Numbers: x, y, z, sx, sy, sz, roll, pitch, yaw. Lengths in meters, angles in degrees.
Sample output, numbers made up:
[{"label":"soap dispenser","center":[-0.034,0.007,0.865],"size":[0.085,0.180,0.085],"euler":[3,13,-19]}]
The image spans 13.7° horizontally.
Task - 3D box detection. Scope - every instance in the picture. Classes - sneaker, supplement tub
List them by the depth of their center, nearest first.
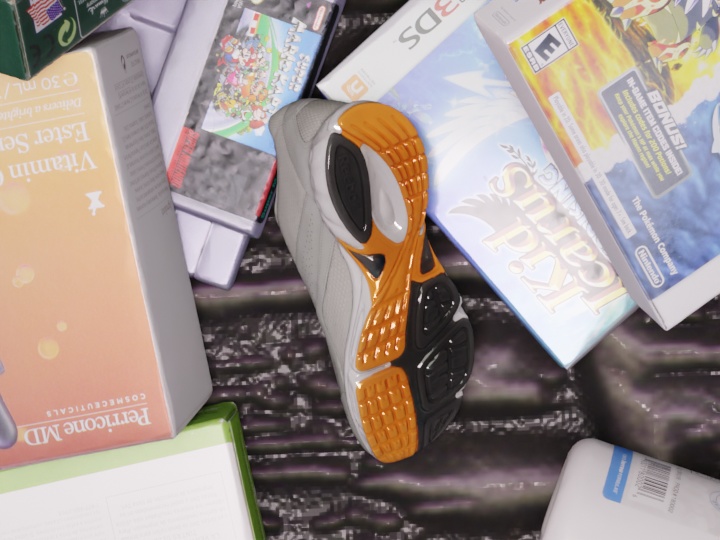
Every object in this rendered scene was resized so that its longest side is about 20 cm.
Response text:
[{"label":"supplement tub","center":[0.182,0.174,1.511],"size":[0.199,0.132,0.133],"euler":[19,90,4]},{"label":"sneaker","center":[0.000,0.000,1.558],"size":[0.075,0.092,0.201],"euler":[-19,113,-27]}]

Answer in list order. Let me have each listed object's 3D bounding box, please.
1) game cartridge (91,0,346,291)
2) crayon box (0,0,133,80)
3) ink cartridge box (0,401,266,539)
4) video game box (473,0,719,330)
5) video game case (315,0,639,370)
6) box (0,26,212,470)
[{"label":"game cartridge","center":[-0.090,-0.103,1.583],"size":[0.129,0.038,0.201],"euler":[20,90,8]},{"label":"crayon box","center":[-0.203,-0.167,1.507],"size":[0.199,0.127,0.051],"euler":[19,134,32]},{"label":"ink cartridge box","center":[-0.115,0.185,1.557],"size":[0.147,0.076,0.201],"euler":[-12,94,3]},{"label":"video game box","center":[0.177,-0.097,1.472],"size":[0.182,0.047,0.200],"euler":[-37,124,-5]},{"label":"video game case","center":[0.108,-0.082,1.564],"size":[0.181,0.045,0.200],"euler":[-42,87,3]},{"label":"box","center":[-0.174,-0.008,1.524],"size":[0.151,0.106,0.201],"euler":[-11,98,9]}]
